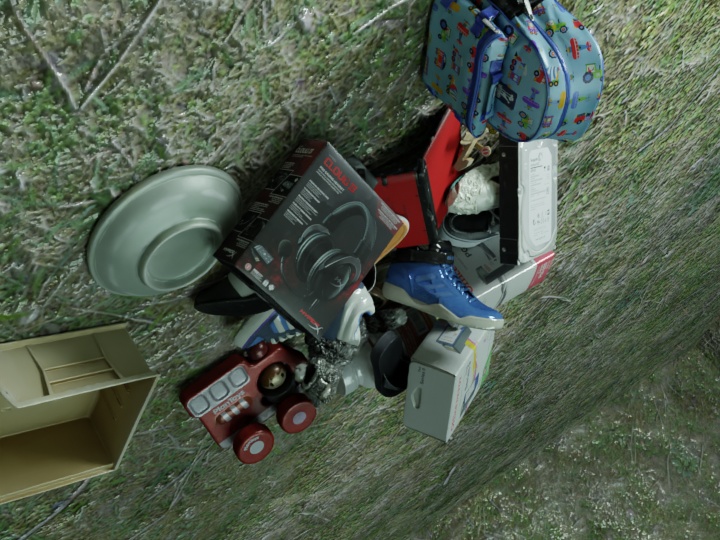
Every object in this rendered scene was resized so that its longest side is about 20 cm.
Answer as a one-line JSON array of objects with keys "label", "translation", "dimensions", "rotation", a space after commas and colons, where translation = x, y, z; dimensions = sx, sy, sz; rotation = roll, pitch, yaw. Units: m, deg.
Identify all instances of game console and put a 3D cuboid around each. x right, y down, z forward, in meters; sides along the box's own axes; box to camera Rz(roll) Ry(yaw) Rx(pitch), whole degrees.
[{"label": "game console", "translation": [0.067, -0.130, 1.226], "dimensions": [0.169, 0.121, 0.201], "rotation": [-7, 153, 8]}]

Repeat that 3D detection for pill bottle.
[{"label": "pill bottle", "translation": [0.035, 0.133, 1.487], "dimensions": [0.198, 0.113, 0.113], "rotation": [-27, 151, -20]}]

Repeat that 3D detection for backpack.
[{"label": "backpack", "translation": [0.183, -0.236, 1.006], "dimensions": [0.133, 0.201, 0.184], "rotation": [-26, 152, -23]}]

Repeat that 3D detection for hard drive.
[{"label": "hard drive", "translation": [0.256, -0.120, 1.294], "dimensions": [0.139, 0.037, 0.204], "rotation": [-17, 108, -52]}]

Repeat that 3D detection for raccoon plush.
[{"label": "raccoon plush", "translation": [-0.012, 0.133, 1.324], "dimensions": [0.196, 0.136, 0.097], "rotation": [-11, 162, -2]}]

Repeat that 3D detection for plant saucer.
[{"label": "plant saucer", "translation": [-0.215, -0.030, 0.992], "dimensions": [0.198, 0.050, 0.201], "rotation": [-30, 153, -17]}]

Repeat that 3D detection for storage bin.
[{"label": "storage bin", "translation": [-0.380, 0.178, 1.056], "dimensions": [0.197, 0.094, 0.201], "rotation": [-10, 142, -44]}]

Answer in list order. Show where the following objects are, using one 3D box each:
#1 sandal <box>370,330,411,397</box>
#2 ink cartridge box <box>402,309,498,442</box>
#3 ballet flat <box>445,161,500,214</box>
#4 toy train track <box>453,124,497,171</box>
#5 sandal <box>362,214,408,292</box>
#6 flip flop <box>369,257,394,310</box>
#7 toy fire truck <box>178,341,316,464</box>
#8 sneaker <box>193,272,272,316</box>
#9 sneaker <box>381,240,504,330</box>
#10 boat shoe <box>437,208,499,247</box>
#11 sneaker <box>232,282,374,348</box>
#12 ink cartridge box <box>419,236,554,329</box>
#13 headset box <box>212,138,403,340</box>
[{"label": "sandal", "translation": [0.056, 0.163, 1.375], "dimensions": [0.076, 0.043, 0.201], "rotation": [-50, 156, -11]}, {"label": "ink cartridge box", "translation": [0.151, 0.162, 1.425], "dimensions": [0.200, 0.086, 0.148], "rotation": [-43, 145, -49]}, {"label": "ballet flat", "translation": [0.202, -0.127, 1.301], "dimensions": [0.199, 0.072, 0.072], "rotation": [-29, 157, -51]}, {"label": "toy train track", "translation": [0.194, -0.222, 1.195], "dimensions": [0.202, 0.032, 0.114], "rotation": [-62, 166, 24]}, {"label": "sandal", "translation": [-0.006, -0.003, 1.233], "dimensions": [0.078, 0.060, 0.206], "rotation": [21, 133, -31]}, {"label": "flip flop", "translation": [0.007, 0.039, 1.366], "dimensions": [0.198, 0.058, 0.082], "rotation": [-21, 147, -29]}, {"label": "toy fire truck", "translation": [-0.169, 0.191, 1.345], "dimensions": [0.198, 0.112, 0.169], "rotation": [-34, 135, -10]}, {"label": "sneaker", "translation": [-0.131, 0.003, 1.135], "dimensions": [0.196, 0.090, 0.074], "rotation": [-16, 161, 11]}, {"label": "sneaker", "translation": [0.135, 0.014, 1.301], "dimensions": [0.076, 0.197, 0.113], "rotation": [5, 103, -65]}, {"label": "boat shoe", "translation": [0.220, -0.087, 1.376], "dimensions": [0.196, 0.073, 0.068], "rotation": [-6, 162, -16]}, {"label": "sneaker", "translation": [-0.072, 0.077, 1.208], "dimensions": [0.200, 0.146, 0.081], "rotation": [-45, -170, 19]}, {"label": "ink cartridge box", "translation": [0.200, -0.016, 1.425], "dimensions": [0.198, 0.146, 0.085], "rotation": [-28, 154, -22]}, {"label": "headset box", "translation": [-0.054, -0.046, 1.020], "dimensions": [0.149, 0.077, 0.201], "rotation": [44, 77, -30]}]
